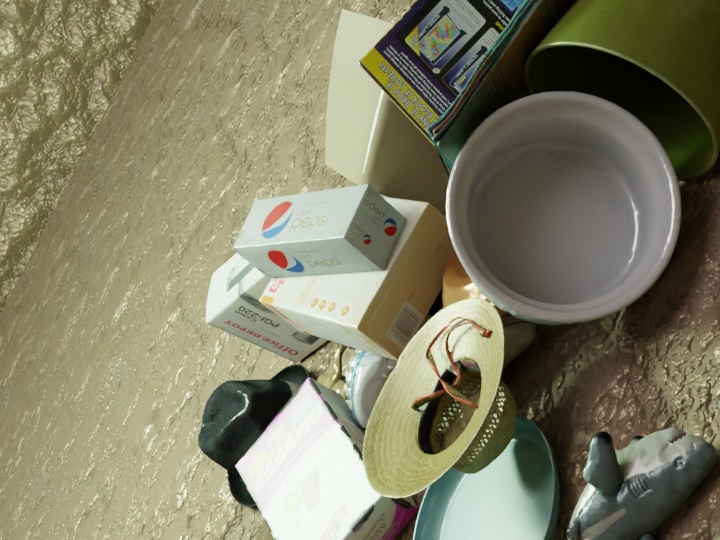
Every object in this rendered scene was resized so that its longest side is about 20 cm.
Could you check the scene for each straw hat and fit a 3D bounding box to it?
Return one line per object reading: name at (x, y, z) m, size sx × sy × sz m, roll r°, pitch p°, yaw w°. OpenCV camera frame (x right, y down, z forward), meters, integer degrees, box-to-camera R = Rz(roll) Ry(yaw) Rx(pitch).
straw hat at (0.096, 0.133, 1.202) m, size 0.201 × 0.085 × 0.202 m, roll -41°, pitch 30°, yaw 30°

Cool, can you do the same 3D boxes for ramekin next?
ramekin at (0.173, -0.047, 1.157) m, size 0.098 × 0.199 × 0.202 m, roll 81°, pitch -149°, yaw -79°

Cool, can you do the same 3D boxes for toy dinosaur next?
toy dinosaur at (-0.023, 0.131, 1.514) m, size 0.102 × 0.058 × 0.200 m, roll -61°, pitch 26°, yaw 8°

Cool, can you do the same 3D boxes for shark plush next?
shark plush at (0.200, 0.210, 1.024) m, size 0.083 × 0.091 × 0.201 m, roll 27°, pitch 85°, yaw 34°

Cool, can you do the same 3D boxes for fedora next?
fedora at (-0.140, 0.192, 1.624) m, size 0.201 × 0.091 × 0.202 m, roll -44°, pitch 33°, yaw 40°

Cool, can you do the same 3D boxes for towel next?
towel at (0.133, -0.172, 1.185) m, size 0.022 × 0.147 × 0.201 m, roll 34°, pitch 84°, yaw 21°

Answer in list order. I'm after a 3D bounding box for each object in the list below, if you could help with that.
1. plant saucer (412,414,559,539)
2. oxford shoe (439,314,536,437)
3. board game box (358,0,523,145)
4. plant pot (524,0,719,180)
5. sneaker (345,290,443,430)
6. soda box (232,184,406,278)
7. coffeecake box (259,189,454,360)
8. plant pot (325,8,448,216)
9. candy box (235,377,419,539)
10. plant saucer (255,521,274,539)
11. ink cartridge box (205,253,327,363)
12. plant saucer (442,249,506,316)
plant saucer at (0.117, 0.229, 1.199) m, size 0.200 × 0.027 × 0.201 m, roll -43°, pitch 33°, yaw 37°
oxford shoe at (0.109, 0.119, 1.290) m, size 0.200 × 0.070 × 0.074 m, roll -48°, pitch 51°, yaw 31°
board game box at (0.125, -0.194, 1.310) m, size 0.165 × 0.200 × 0.057 m, roll -44°, pitch -4°, yaw 18°
plant pot at (0.274, -0.217, 1.173) m, size 0.201 × 0.187 × 0.187 m, roll -58°, pitch 24°, yaw -16°
sneaker at (0.050, 0.081, 1.413) m, size 0.086 × 0.075 × 0.201 m, roll 2°, pitch 68°, yaw 56°
soda box at (-0.048, -0.039, 1.399) m, size 0.199 × 0.064 × 0.068 m, roll -4°, pitch 54°, yaw 50°
coffeecake box at (0.000, 0.000, 1.428) m, size 0.199 × 0.073 × 0.154 m, roll 12°, pitch 68°, yaw 55°
plant pot at (0.065, -0.170, 1.491) m, size 0.178 × 0.198 × 0.200 m, roll -69°, pitch 25°, yaw 9°
candy box at (-0.039, 0.229, 1.392) m, size 0.137 × 0.061 × 0.200 m, roll -50°, pitch 40°, yaw 10°
plant saucer at (-0.073, 0.322, 1.466) m, size 0.200 × 0.029 × 0.201 m, roll -42°, pitch 34°, yaw 37°
ink cartridge box at (-0.079, 0.018, 1.620) m, size 0.200 × 0.145 × 0.085 m, roll -36°, pitch 38°, yaw 44°
plant saucer at (0.150, -0.029, 1.294) m, size 0.200 × 0.037 × 0.200 m, roll -43°, pitch 16°, yaw 15°
